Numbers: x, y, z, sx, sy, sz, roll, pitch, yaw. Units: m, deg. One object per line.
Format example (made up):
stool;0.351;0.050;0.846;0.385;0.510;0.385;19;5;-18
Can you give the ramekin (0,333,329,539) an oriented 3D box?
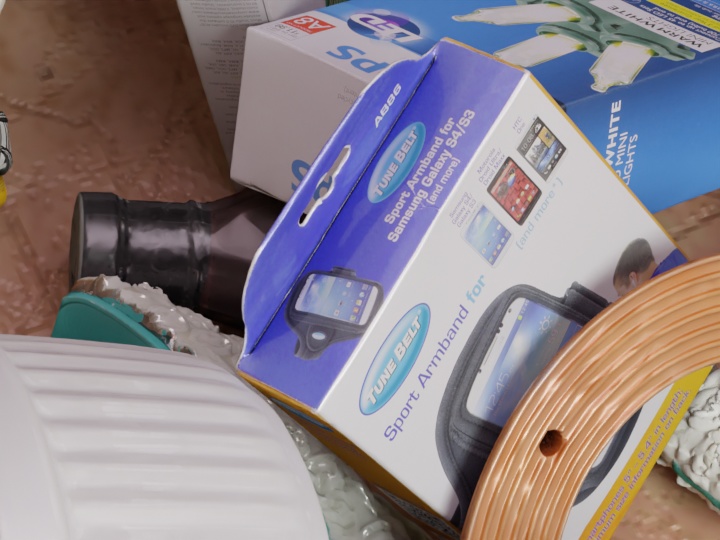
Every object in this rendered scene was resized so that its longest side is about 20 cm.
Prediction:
ramekin;-0.083;0.113;0.846;0.105;0.200;0.201;0;59;-25

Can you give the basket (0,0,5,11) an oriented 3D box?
basket;-0.175;-0.186;0.935;0.199;0.161;0.199;18;47;-1

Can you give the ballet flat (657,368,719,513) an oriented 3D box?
ballet flat;0.164;0.004;1.033;0.072;0.072;0.200;32;58;7

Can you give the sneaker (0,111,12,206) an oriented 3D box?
sneaker;-0.160;-0.053;1.008;0.082;0.078;0.200;30;52;-22

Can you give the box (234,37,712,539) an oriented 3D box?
box;0.040;0.018;0.903;0.041;0.200;0.119;26;80;35

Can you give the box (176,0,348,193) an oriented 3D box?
box;-0.034;-0.140;1.006;0.036;0.200;0.145;3;57;11

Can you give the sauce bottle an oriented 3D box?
sauce bottle;0.000;0.000;1.010;0.199;0.066;0.066;1;59;-10

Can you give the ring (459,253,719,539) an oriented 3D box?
ring;0.111;0.089;0.931;0.200;0.201;0.019;-23;24;-24

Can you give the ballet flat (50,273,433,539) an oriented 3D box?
ballet flat;-0.023;0.079;0.962;0.072;0.072;0.200;-34;75;-28

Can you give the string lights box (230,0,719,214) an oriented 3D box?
string lights box;0.061;-0.059;1.006;0.103;0.059;0.200;28;31;34
